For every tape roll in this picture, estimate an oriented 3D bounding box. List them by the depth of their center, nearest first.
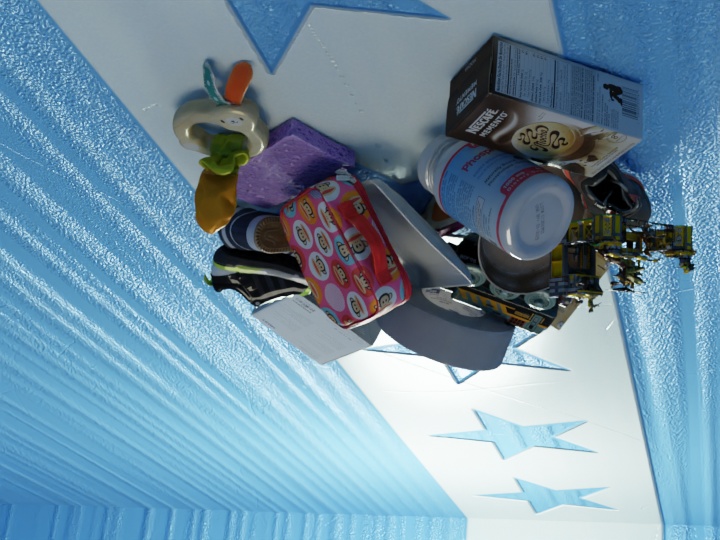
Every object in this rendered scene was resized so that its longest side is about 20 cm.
[{"bbox_3d":[0.128,0.074,1.772,0.200,0.066,0.200,18,-163,-6],"label":"tape roll"}]

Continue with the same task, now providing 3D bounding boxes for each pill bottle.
[{"bbox_3d":[0.160,-0.099,1.469,0.109,0.109,0.200,30,-175,-43],"label":"pill bottle"}]

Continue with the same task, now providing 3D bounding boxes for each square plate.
[{"bbox_3d":[0.056,-0.052,1.651,0.198,0.028,0.200,45,165,-11],"label":"square plate"}]

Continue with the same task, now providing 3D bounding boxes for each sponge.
[{"bbox_3d":[-0.111,-0.141,1.631,0.111,0.030,0.200,22,150,-35],"label":"sponge"}]

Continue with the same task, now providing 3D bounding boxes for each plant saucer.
[{"bbox_3d":[0.239,-0.061,1.603,0.200,0.032,0.201,-14,125,-21],"label":"plant saucer"}]

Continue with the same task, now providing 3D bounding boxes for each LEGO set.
[{"bbox_3d":[0.342,-0.002,1.572,0.200,0.116,0.154,7,172,-40],"label":"LEGO set"}]

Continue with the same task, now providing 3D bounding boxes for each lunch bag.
[{"bbox_3d":[-0.018,-0.028,1.598,0.082,0.200,0.176,-27,180,-27],"label":"lunch bag"}]

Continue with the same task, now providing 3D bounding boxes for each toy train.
[{"bbox_3d":[0.202,0.021,1.712,0.200,0.085,0.114,19,143,-4],"label":"toy train"}]

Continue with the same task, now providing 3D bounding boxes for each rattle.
[{"bbox_3d":[-0.180,-0.155,1.489,0.130,0.143,0.200,31,157,-9],"label":"rattle"}]

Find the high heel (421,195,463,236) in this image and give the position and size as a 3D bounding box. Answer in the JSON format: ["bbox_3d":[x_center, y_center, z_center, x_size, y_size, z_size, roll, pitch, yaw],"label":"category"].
[{"bbox_3d":[0.122,-0.059,1.704,0.096,0.067,0.200,32,151,-28],"label":"high heel"}]

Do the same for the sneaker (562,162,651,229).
[{"bbox_3d":[0.328,-0.091,1.549,0.077,0.082,0.200,-42,137,16],"label":"sneaker"}]

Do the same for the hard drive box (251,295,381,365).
[{"bbox_3d":[-0.067,0.069,1.952,0.156,0.077,0.200,37,154,-15],"label":"hard drive box"}]

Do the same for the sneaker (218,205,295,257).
[{"bbox_3d":[-0.125,-0.054,1.789,0.108,0.070,0.200,10,180,38],"label":"sneaker"}]

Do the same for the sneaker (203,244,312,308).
[{"bbox_3d":[-0.137,0.018,1.815,0.200,0.072,0.083,14,112,-6],"label":"sneaker"}]

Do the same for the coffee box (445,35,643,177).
[{"bbox_3d":[0.213,-0.187,1.388,0.200,0.080,0.113,14,156,-18],"label":"coffee box"}]

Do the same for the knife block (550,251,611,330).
[{"bbox_3d":[0.270,0.002,1.848,0.064,0.176,0.200,28,103,-42],"label":"knife block"}]
